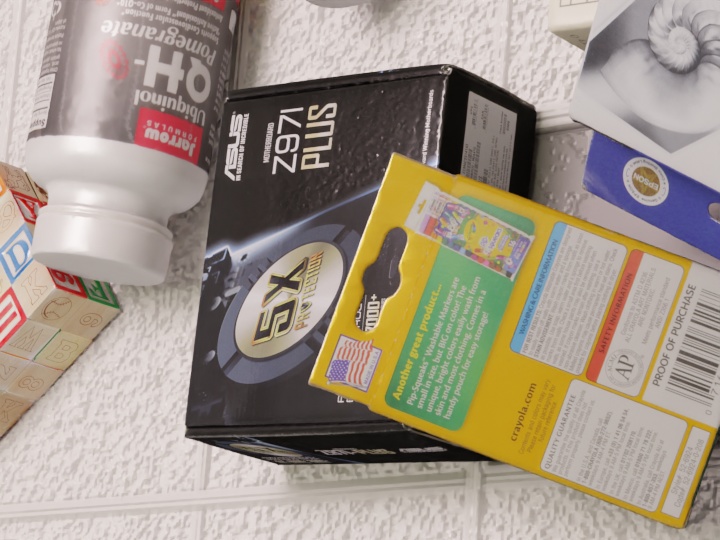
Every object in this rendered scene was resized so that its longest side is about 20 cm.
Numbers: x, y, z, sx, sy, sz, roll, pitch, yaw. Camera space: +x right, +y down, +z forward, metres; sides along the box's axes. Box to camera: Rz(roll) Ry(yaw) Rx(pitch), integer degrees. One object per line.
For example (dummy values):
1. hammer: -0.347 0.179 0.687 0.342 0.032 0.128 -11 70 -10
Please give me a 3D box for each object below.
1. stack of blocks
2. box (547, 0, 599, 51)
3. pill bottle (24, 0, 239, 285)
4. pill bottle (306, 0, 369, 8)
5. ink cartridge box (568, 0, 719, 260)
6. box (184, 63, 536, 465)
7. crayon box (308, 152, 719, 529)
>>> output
1. stack of blocks: -0.251 0.044 1.713 0.200 0.058 0.115 -46 52 19
2. box: 0.206 -0.174 1.367 0.199 0.109 0.129 -4 74 39
3. pill bottle: -0.139 -0.098 1.630 0.110 0.110 0.201 0 76 40
4. pill bottle: -0.042 -0.251 1.596 0.114 0.114 0.200 -47 52 18
5. ink cartridge box: 0.196 -0.074 1.291 0.199 0.041 0.201 28 127 24
6. box: 0.000 0.000 1.499 0.163 0.086 0.201 -3 74 40
7. crayon box: 0.089 0.034 1.369 0.199 0.052 0.126 21 89 5
